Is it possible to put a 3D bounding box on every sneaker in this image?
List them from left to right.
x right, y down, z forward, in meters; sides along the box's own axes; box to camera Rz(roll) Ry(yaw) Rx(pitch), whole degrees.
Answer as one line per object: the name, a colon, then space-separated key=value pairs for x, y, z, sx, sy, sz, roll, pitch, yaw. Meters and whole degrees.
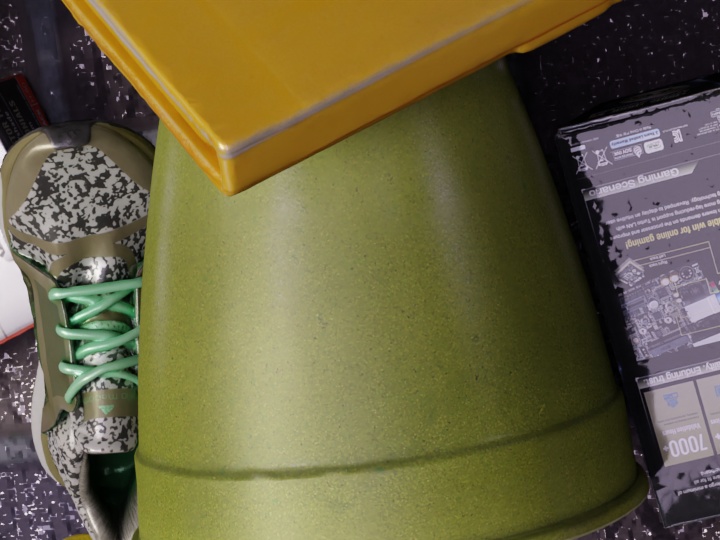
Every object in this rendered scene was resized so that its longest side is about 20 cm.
sneaker: x=-0.098 y=0.031 z=1.080 sx=0.077 sy=0.089 sz=0.200 roll=-10 pitch=128 yaw=-7

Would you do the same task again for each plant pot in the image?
plant pot: x=0.000 y=0.000 z=1.030 sx=0.200 sy=0.200 sz=0.193 roll=-5 pitch=98 yaw=15

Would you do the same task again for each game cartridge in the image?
game cartridge: x=-0.006 y=-0.125 z=0.974 sx=0.200 sy=0.032 sz=0.176 roll=-26 pitch=51 yaw=-18

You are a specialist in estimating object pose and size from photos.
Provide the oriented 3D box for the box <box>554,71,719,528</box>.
box: x=0.196 y=-0.007 z=1.051 sx=0.200 sy=0.086 sz=0.164 roll=-15 pitch=95 yaw=17

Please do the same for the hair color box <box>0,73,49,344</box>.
hair color box: x=-0.212 y=0.007 z=1.173 sx=0.200 sy=0.061 sz=0.102 roll=-27 pitch=93 yaw=18

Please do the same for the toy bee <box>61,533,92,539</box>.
toy bee: x=-0.073 y=0.174 z=1.142 sx=0.131 sy=0.109 sz=0.200 roll=10 pitch=102 yaw=11
